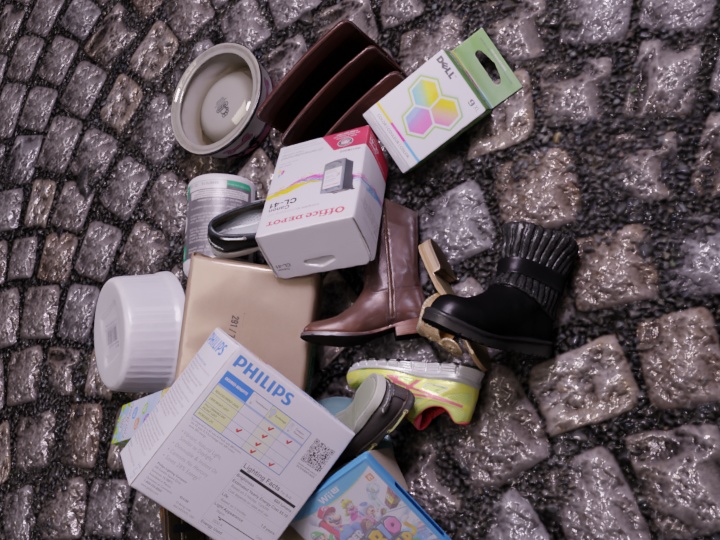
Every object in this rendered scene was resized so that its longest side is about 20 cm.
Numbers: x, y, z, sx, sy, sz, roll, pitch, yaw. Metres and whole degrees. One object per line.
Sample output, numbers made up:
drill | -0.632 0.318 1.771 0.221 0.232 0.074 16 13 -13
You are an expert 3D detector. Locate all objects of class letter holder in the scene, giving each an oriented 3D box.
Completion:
letter holder | -0.037 -0.251 1.256 0.200 0.142 0.101 -43 58 15

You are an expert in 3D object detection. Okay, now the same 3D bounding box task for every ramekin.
ramekin | -0.355 0.100 1.347 0.200 0.097 0.201 -5 84 56

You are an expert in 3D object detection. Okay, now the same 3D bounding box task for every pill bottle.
pill bottle | -0.222 -0.042 1.336 0.113 0.113 0.201 -11 70 31

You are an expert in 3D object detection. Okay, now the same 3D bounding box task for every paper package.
paper package | -0.155 0.087 1.205 0.190 0.103 0.201 8 89 6

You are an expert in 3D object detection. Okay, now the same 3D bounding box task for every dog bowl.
dog bowl | -0.226 -0.279 1.431 0.199 0.074 0.201 -10 71 30

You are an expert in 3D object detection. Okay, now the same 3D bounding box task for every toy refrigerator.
toy refrigerator | -0.042 0.310 1.109 0.200 0.076 0.070 -31 71 16

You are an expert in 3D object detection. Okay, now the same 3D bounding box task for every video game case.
video game case | 0.021 0.335 1.051 0.143 0.018 0.200 -39 100 19

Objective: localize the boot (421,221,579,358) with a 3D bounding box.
boot | 0.170 0.013 1.013 0.079 0.211 0.159 13 89 50

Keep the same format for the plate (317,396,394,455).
plate | -0.042 0.277 1.182 0.199 0.026 0.201 -9 73 31

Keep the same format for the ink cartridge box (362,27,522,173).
ink cartridge box | 0.114 -0.237 1.179 0.200 0.059 0.104 -36 88 20

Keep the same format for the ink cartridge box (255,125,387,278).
ink cartridge box | -0.049 -0.096 1.164 0.147 0.086 0.200 -11 41 18

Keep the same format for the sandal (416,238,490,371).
sandal | 0.104 0.059 1.117 0.069 0.078 0.212 -31 54 18

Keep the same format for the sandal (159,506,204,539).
sandal | -0.270 0.373 1.287 0.054 0.081 0.201 -14 75 53

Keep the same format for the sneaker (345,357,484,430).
sneaker | 0.064 0.163 1.114 0.199 0.078 0.091 0 81 34

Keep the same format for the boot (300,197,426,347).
boot | 0.000 0.000 1.171 0.185 0.064 0.201 -3 73 -12

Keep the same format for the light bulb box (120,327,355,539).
light bulb box | -0.152 0.213 1.039 0.200 0.198 0.125 -52 22 -7

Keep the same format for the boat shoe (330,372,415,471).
boat shoe | 0.000 0.211 1.100 0.201 0.060 0.072 -54 22 41

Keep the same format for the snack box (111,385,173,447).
snack box | -0.232 0.230 1.194 0.200 0.168 0.068 -24 47 49

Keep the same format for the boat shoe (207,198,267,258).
boat shoe | -0.131 -0.074 1.261 0.199 0.060 0.076 -23 63 -14
